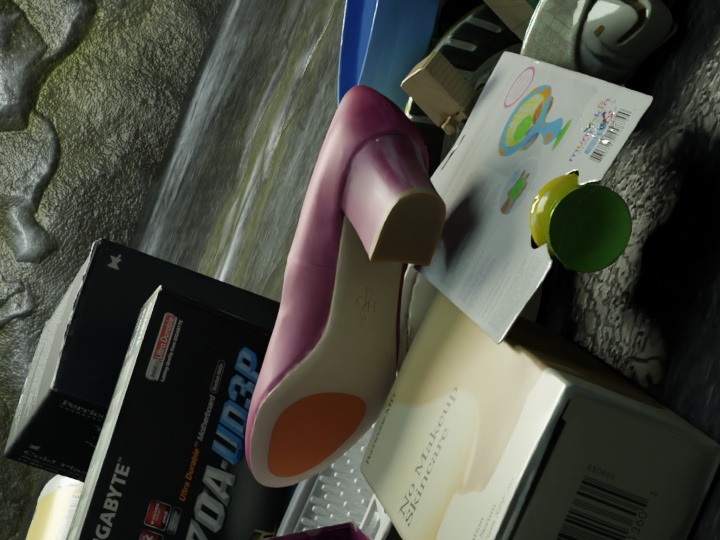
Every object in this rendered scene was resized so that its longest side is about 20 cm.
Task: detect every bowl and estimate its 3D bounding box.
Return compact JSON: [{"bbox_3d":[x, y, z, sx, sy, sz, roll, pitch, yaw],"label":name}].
[{"bbox_3d":[0.022,-0.190,0.995,0.201,0.039,0.202,-171,90,-82],"label":"bowl"}]

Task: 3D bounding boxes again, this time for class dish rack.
[{"bbox_3d":[0.003,0.139,0.888,0.200,0.043,0.173,-121,53,-73],"label":"dish rack"}]

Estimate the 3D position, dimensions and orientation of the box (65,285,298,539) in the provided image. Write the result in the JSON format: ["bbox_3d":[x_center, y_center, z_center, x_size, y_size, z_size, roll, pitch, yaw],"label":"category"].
[{"bbox_3d":[-0.091,0.131,1.018,0.046,0.158,0.201,-41,29,59],"label":"box"}]

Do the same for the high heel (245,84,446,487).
[{"bbox_3d":[-0.019,0.011,0.781,0.096,0.067,0.201,-115,36,-47],"label":"high heel"}]

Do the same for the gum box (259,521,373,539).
[{"bbox_3d":[-0.002,0.189,0.685,0.200,0.066,0.115,-168,70,-75],"label":"gum box"}]

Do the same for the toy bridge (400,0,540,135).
[{"bbox_3d":[0.096,-0.139,0.872,0.200,0.067,0.027,-53,13,-32],"label":"toy bridge"}]

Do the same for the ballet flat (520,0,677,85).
[{"bbox_3d":[0.138,-0.149,0.773,0.062,0.067,0.201,51,124,46],"label":"ballet flat"}]

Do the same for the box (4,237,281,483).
[{"bbox_3d":[-0.137,0.091,1.168,0.197,0.199,0.125,136,151,-60],"label":"box"}]

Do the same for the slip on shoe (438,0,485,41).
[{"bbox_3d":[0.075,-0.149,1.007,0.076,0.060,0.200,-85,21,-49],"label":"slip on shoe"}]

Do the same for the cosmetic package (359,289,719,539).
[{"bbox_3d":[0.066,0.081,0.673,0.106,0.071,0.200,-67,14,3],"label":"cosmetic package"}]

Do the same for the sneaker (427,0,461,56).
[{"bbox_3d":[0.084,-0.223,1.066,0.201,0.077,0.092,-57,14,35],"label":"sneaker"}]

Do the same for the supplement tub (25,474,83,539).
[{"bbox_3d":[-0.216,0.256,1.338,0.145,0.144,0.201,131,157,-53],"label":"supplement tub"}]

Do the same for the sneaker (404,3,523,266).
[{"bbox_3d":[0.047,-0.070,0.958,0.090,0.078,0.201,-127,59,-74],"label":"sneaker"}]

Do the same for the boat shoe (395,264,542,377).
[{"bbox_3d":[0.058,-0.004,0.843,0.060,0.071,0.201,123,167,-59],"label":"boat shoe"}]

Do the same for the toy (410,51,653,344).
[{"bbox_3d":[0.078,-0.032,0.722,0.116,0.047,0.200,-59,13,5],"label":"toy"}]
